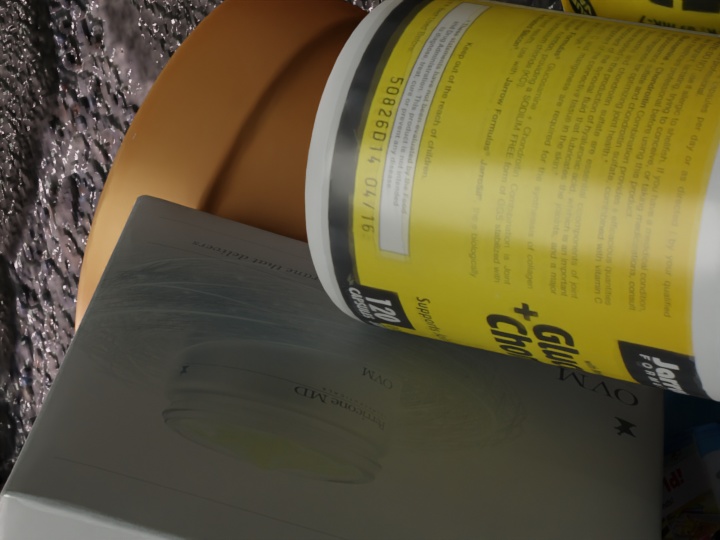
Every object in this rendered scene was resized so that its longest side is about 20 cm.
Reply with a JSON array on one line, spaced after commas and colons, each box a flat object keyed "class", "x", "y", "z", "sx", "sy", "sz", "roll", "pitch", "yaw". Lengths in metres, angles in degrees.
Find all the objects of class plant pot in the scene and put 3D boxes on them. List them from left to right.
[{"class": "plant pot", "x": 0.000, "y": 0.000, "z": 0.965, "sx": 0.139, "sy": 0.200, "sz": 0.201, "roll": 21, "pitch": 114, "yaw": 22}]

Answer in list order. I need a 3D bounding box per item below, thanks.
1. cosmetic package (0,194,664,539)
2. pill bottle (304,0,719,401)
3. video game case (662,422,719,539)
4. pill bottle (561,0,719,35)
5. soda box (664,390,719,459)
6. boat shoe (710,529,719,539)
[{"class": "cosmetic package", "x": -0.011, "y": 0.093, "z": 0.800, "sx": 0.198, "sy": 0.200, "sz": 0.124, "roll": 16, "pitch": 120, "yaw": -1}, {"class": "pill bottle", "x": 0.091, "y": -0.021, "z": 0.764, "sx": 0.199, "sy": 0.112, "sz": 0.113, "roll": 12, "pitch": 107, "yaw": 25}, {"class": "video game case", "x": 0.114, "y": 0.172, "z": 0.895, "sx": 0.143, "sy": 0.018, "sz": 0.201, "roll": -33, "pitch": 71, "yaw": 50}, {"class": "pill bottle", "x": 0.119, "y": -0.126, "z": 0.804, "sx": 0.114, "sy": 0.114, "sz": 0.200, "roll": 44, "pitch": 163, "yaw": 29}, {"class": "soda box", "x": 0.147, "y": 0.114, "z": 0.913, "sx": 0.064, "sy": 0.068, "sz": 0.201, "roll": 20, "pitch": 112, "yaw": 45}, {"class": "boat shoe", "x": 0.148, "y": 0.087, "z": 0.784, "sx": 0.199, "sy": 0.075, "sz": 0.066, "roll": -36, "pitch": 95, "yaw": 31}]
